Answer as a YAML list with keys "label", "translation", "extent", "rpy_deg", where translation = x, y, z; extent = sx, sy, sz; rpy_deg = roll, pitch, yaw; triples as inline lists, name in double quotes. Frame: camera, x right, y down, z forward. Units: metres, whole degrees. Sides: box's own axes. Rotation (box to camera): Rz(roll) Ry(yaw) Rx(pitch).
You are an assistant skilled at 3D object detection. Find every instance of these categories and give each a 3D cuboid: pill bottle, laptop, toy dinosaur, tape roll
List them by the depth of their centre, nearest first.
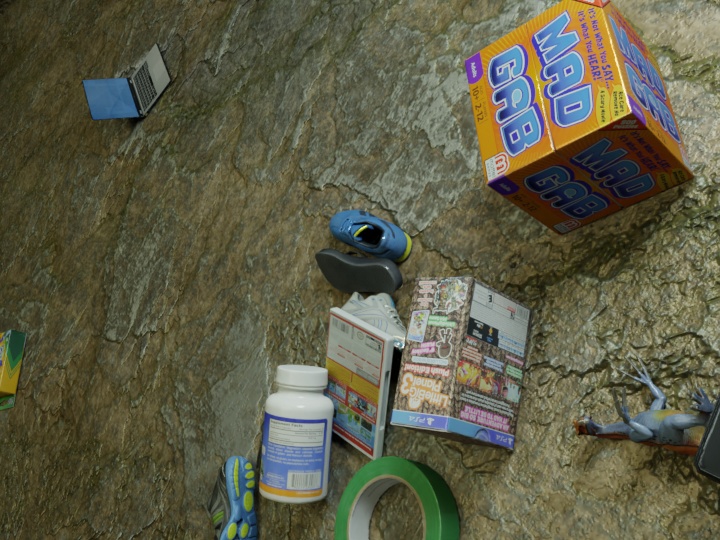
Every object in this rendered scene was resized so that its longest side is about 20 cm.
- label: "toy dinosaur"
  translation: [0.340, 0.189, 0.939]
  extent: [0.182, 0.104, 0.202]
  rpy_deg: [-49, 56, 46]
- label: "tape roll"
  translation: [0.049, 0.374, 1.162]
  extent: [0.199, 0.048, 0.203]
  rpy_deg: [-19, 61, 38]
- label: "pill bottle"
  translation: [-0.100, 0.255, 1.279]
  extent: [0.111, 0.111, 0.203]
  rpy_deg: [3, 89, 44]
- label: "laptop"
  translation: [-0.612, -0.495, 2.108]
  extent: [0.200, 0.115, 0.188]
  rpy_deg: [-45, 48, 20]

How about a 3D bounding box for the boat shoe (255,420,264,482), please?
- label: "boat shoe"
  translation: [-0.138, 0.269, 1.369]
  extent: [0.065, 0.071, 0.204]
  rpy_deg: [8, 83, 40]

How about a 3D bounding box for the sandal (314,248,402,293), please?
- label: "sandal"
  translation: [0.000, 0.001, 1.362]
  extent: [0.199, 0.077, 0.043]
  rpy_deg: [12, 39, 44]

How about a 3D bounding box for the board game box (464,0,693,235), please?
- label: "board game box"
  translation: [0.284, -0.202, 1.066]
  extent: [0.199, 0.199, 0.202]
  rpy_deg: [-25, 58, 34]

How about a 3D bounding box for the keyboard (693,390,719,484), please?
- label: "keyboard"
  translation: [0.443, 0.149, 0.848]
  extent: [0.126, 0.021, 0.201]
  rpy_deg: [24, 71, 21]

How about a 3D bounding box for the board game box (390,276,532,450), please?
- label: "board game box"
  translation: [0.141, 0.127, 1.097]
  extent: [0.096, 0.159, 0.203]
  rpy_deg: [-2, 71, 44]

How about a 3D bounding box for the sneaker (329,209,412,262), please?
- label: "sneaker"
  translation: [0.000, -0.070, 1.374]
  extent: [0.199, 0.078, 0.067]
  rpy_deg: [25, 93, 48]

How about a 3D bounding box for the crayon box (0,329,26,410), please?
- label: "crayon box"
  translation: [-0.969, 0.271, 2.178]
  extent: [0.125, 0.051, 0.203]
  rpy_deg: [-17, 62, 38]

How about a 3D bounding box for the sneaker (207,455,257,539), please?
- label: "sneaker"
  translation: [-0.224, 0.427, 1.396]
  extent: [0.082, 0.070, 0.202]
  rpy_deg: [-32, 51, 48]

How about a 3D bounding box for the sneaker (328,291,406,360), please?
- label: "sneaker"
  translation: [0.038, 0.081, 1.283]
  extent: [0.199, 0.075, 0.087]
  rpy_deg: [21, 73, 41]

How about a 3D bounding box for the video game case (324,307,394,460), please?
- label: "video game case"
  translation: [-0.008, 0.175, 1.263]
  extent: [0.142, 0.017, 0.203]
  rpy_deg: [24, 115, 46]
